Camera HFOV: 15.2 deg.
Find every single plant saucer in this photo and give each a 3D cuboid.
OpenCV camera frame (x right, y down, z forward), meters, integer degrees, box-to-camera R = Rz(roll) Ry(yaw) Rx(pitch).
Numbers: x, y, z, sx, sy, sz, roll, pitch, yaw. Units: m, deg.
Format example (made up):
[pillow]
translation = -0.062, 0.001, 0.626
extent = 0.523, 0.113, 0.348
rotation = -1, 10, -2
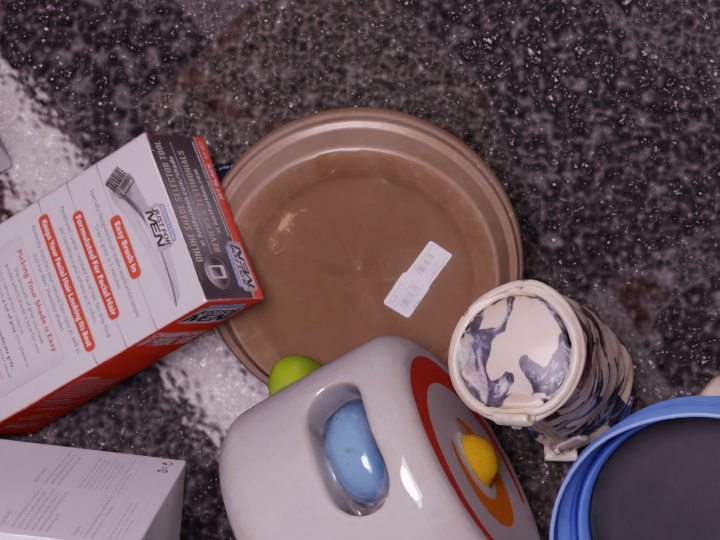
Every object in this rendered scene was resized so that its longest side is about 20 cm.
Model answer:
[plant saucer]
translation = 0.000, 0.000, 1.636
extent = 0.199, 0.030, 0.201
rotation = 1, 112, 1

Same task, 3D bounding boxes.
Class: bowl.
[bowl]
translation = 0.210, 0.163, 1.579
extent = 0.199, 0.039, 0.202
rotation = 9, 118, 18

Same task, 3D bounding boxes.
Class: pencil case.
[pencil case]
translation = 0.108, 0.059, 1.576
extent = 0.077, 0.200, 0.090
rotation = -8, 80, 14

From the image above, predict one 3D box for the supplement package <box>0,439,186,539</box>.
[supplement package]
translation = -0.212, 0.185, 1.500
extent = 0.199, 0.191, 0.148
rotation = 6, 100, 4

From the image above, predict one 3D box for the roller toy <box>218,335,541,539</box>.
[roller toy]
translation = 0.020, 0.139, 1.568
extent = 0.139, 0.183, 0.201
rotation = -30, 100, 15

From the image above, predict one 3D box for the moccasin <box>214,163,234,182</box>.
[moccasin]
translation = -0.010, -0.041, 1.679
extent = 0.199, 0.068, 0.081
rotation = 4, 78, 5

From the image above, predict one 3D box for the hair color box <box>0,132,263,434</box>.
[hair color box]
translation = -0.166, 0.011, 1.635
extent = 0.199, 0.064, 0.111
rotation = -29, 75, 31

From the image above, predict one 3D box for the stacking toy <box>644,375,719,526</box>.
[stacking toy]
translation = 0.265, 0.155, 1.618
extent = 0.200, 0.085, 0.085
rotation = 40, 83, 6

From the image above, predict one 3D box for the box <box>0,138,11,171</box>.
[box]
translation = -0.311, -0.145, 1.693
extent = 0.097, 0.124, 0.201
rotation = -27, 77, -2
